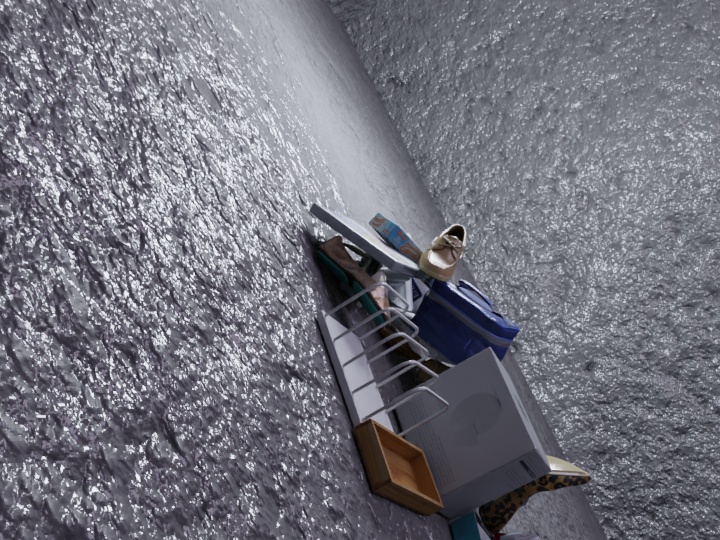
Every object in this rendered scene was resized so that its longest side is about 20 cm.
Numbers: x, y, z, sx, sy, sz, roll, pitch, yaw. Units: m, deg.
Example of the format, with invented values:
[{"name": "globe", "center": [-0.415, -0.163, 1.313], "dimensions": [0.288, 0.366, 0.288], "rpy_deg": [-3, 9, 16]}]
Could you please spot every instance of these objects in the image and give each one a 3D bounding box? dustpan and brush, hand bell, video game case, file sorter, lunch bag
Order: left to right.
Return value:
[{"name": "video game case", "center": [0.017, -0.052, 1.525], "dimensions": [0.199, 0.022, 0.182], "rpy_deg": [37, 8, 22]}, {"name": "dustpan and brush", "center": [0.045, 0.008, 1.702], "dimensions": [0.197, 0.057, 0.142], "rpy_deg": [6, 76, -34]}, {"name": "file sorter", "center": [0.038, 0.145, 1.276], "dimensions": [0.139, 0.123, 0.202], "rpy_deg": [40, 24, -55]}, {"name": "hand bell", "center": [0.109, 0.176, 1.625], "dimensions": [0.200, 0.104, 0.105], "rpy_deg": [42, 18, -18]}, {"name": "video game case", "center": [0.138, 0.137, 1.671], "dimensions": [0.181, 0.023, 0.199], "rpy_deg": [38, 9, 35]}, {"name": "lunch bag", "center": [0.199, 0.098, 1.574], "dimensions": [0.199, 0.133, 0.135], "rpy_deg": [38, 10, 30]}]

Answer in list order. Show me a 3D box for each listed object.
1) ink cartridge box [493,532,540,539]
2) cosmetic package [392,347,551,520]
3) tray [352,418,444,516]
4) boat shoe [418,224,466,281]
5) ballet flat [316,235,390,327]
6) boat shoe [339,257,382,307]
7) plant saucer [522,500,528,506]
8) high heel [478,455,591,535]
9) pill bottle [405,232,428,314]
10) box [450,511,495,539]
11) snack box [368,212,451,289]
[{"name": "ink cartridge box", "center": [0.249, 0.511, 1.322], "dimensions": [0.200, 0.049, 0.165], "rpy_deg": [131, -50, -69]}, {"name": "cosmetic package", "center": [0.186, 0.278, 1.386], "dimensions": [0.123, 0.198, 0.201], "rpy_deg": [49, 16, -51]}, {"name": "tray", "center": [0.058, 0.298, 1.219], "dimensions": [0.200, 0.037, 0.100], "rpy_deg": [42, 23, -53]}, {"name": "boat shoe", "center": [0.163, -0.040, 1.586], "dimensions": [0.070, 0.065, 0.200], "rpy_deg": [27, 26, 4]}, {"name": "ballet flat", "center": [0.004, 0.010, 1.428], "dimensions": [0.200, 0.067, 0.068], "rpy_deg": [47, -17, 21]}, {"name": "boat shoe", "center": [0.000, 0.000, 1.553], "dimensions": [0.061, 0.073, 0.201], "rpy_deg": [34, 23, -8]}, {"name": "plant saucer", "center": [0.254, 0.349, 1.537], "dimensions": [0.201, 0.038, 0.205], "rpy_deg": [165, -89, -77]}, {"name": "high heel", "center": [0.300, 0.397, 1.414], "dimensions": [0.071, 0.197, 0.145], "rpy_deg": [-25, 112, -64]}, {"name": "pill bottle", "center": [0.112, 0.028, 1.846], "dimensions": [0.202, 0.110, 0.111], "rpy_deg": [59, 13, -6]}, {"name": "box", "center": [0.198, 0.493, 1.303], "dimensions": [0.083, 0.049, 0.201], "rpy_deg": [54, 14, -29]}, {"name": "snack box", "center": [0.106, -0.028, 1.667], "dimensions": [0.200, 0.037, 0.116], "rpy_deg": [46, -1, -24]}]
